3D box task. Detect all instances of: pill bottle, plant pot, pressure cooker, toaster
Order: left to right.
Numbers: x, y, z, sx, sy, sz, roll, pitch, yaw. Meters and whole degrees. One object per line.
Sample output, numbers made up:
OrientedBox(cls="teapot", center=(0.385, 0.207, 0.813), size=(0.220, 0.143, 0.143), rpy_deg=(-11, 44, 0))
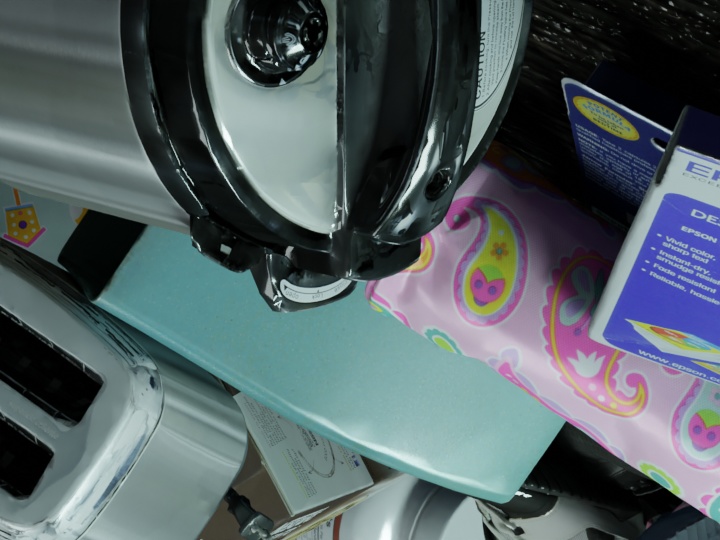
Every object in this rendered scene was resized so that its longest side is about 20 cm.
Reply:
OrientedBox(cls="toaster", center=(-0.137, 0.059, 1.217), size=(0.200, 0.114, 0.129), rpy_deg=(35, 178, 20))
OrientedBox(cls="pressure cooker", center=(-0.039, -0.092, 0.966), size=(0.200, 0.179, 0.176), rpy_deg=(13, 152, 43))
OrientedBox(cls="plant pot", center=(0.000, 0.000, 1.220), size=(0.200, 0.142, 0.141), rpy_deg=(34, 179, -14))
OrientedBox(cls="pill bottle", center=(0.007, 0.134, 1.695), size=(0.200, 0.112, 0.112), rpy_deg=(20, 159, 45))

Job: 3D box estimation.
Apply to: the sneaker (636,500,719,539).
OrientedBox(cls="sneaker", center=(0.149, 0.130, 1.266), size=(0.082, 0.070, 0.200), rpy_deg=(2, -179, 33))

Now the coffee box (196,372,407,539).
OrientedBox(cls="coffee box", center=(-0.059, 0.094, 1.372), size=(0.080, 0.113, 0.200), rpy_deg=(62, -162, 6))

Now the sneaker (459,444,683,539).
OrientedBox(cls="sneaker", center=(0.094, 0.129, 1.385), size=(0.200, 0.089, 0.074), rpy_deg=(23, -163, -38))

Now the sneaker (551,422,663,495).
OrientedBox(cls="sneaker", center=(0.132, 0.066, 1.310), size=(0.090, 0.067, 0.200), rpy_deg=(41, 168, -31))

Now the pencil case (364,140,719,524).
OrientedBox(cls="pencil case", center=(0.100, 0.032, 1.104), size=(0.200, 0.088, 0.087), rpy_deg=(34, 165, 5))

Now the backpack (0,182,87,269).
OrientedBox(cls="backpack", center=(-0.159, -0.012, 1.497), size=(0.200, 0.153, 0.176), rpy_deg=(51, -175, -38))

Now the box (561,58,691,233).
OrientedBox(cls="box", center=(0.140, -0.014, 1.103), size=(0.121, 0.032, 0.200), rpy_deg=(30, 165, 19))

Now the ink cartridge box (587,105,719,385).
OrientedBox(cls="ink cartridge box", center=(0.186, 0.010, 0.966), size=(0.197, 0.044, 0.200), rpy_deg=(20, 162, 3))
